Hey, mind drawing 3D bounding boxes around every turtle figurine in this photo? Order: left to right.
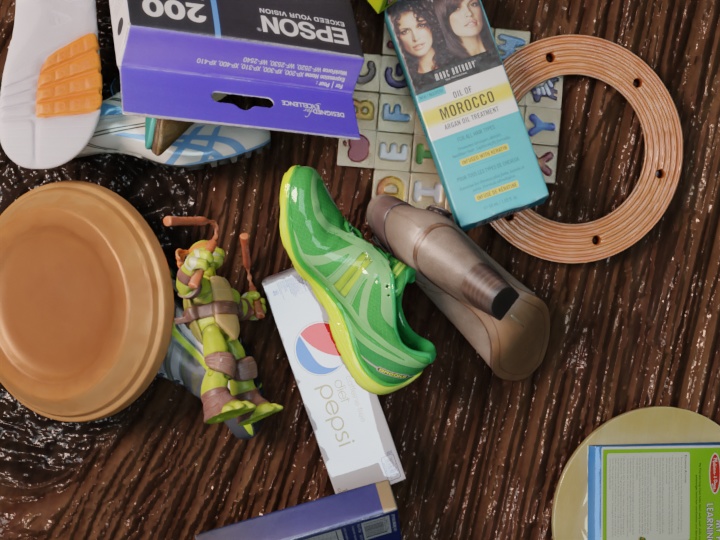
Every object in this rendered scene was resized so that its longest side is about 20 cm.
[{"bbox_3d":[-0.117,0.039,0.997,0.064,0.200,0.163,-16,75,7],"label":"turtle figurine"}]

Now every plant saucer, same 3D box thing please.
[{"bbox_3d":[-0.246,0.027,1.031,0.198,0.037,0.202,1,92,25],"label":"plant saucer"}]

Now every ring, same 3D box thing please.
[{"bbox_3d":[0.188,-0.107,1.109,0.198,0.019,0.203,0,92,-4],"label":"ring"}]

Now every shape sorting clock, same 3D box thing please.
[{"bbox_3d":[0.267,0.223,1.124,0.198,0.039,0.202,0,91,-5],"label":"shape sorting clock"}]

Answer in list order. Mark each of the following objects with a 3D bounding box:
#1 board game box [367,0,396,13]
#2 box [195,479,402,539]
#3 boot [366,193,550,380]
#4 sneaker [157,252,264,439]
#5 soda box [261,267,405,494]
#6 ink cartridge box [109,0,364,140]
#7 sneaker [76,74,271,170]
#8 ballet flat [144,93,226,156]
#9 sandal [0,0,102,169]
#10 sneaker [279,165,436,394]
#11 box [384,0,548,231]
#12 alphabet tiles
[{"bbox_3d":[0.062,-0.317,1.053,0.200,0.048,0.102,-38,84,-15],"label":"board game box"},{"bbox_3d":[-0.064,0.234,1.059,0.198,0.121,0.033,-16,63,-5],"label":"box"},{"bbox_3d":[0.082,0.009,1.072,0.070,0.200,0.146,-46,59,-10],"label":"boot"},{"bbox_3d":[-0.158,0.068,1.077,0.081,0.074,0.201,-36,95,17],"label":"sneaker"},{"bbox_3d":[-0.024,0.093,1.081,0.063,0.068,0.202,-19,93,-4],"label":"soda box"},{"bbox_3d":[-0.099,-0.200,0.997,0.196,0.043,0.201,3,55,-23],"label":"ink cartridge box"},{"bbox_3d":[-0.174,-0.126,1.057,0.198,0.072,0.073,4,105,-5],"label":"sneaker"},{"bbox_3d":[-0.142,-0.180,1.033,0.072,0.068,0.201,6,55,-20],"label":"ballet flat"},{"bbox_3d":[-0.245,-0.181,1.014,0.078,0.059,0.209,5,83,-11],"label":"sandal"},{"bbox_3d":[0.000,0.000,1.004,0.083,0.074,0.201,-24,103,20],"label":"sneaker"},{"bbox_3d":[0.089,-0.141,1.066,0.082,0.049,0.202,-19,85,1],"label":"box"},{"bbox_3d":[0.080,-0.135,1.111,0.198,0.006,0.168,4,92,-5],"label":"alphabet tiles"}]
